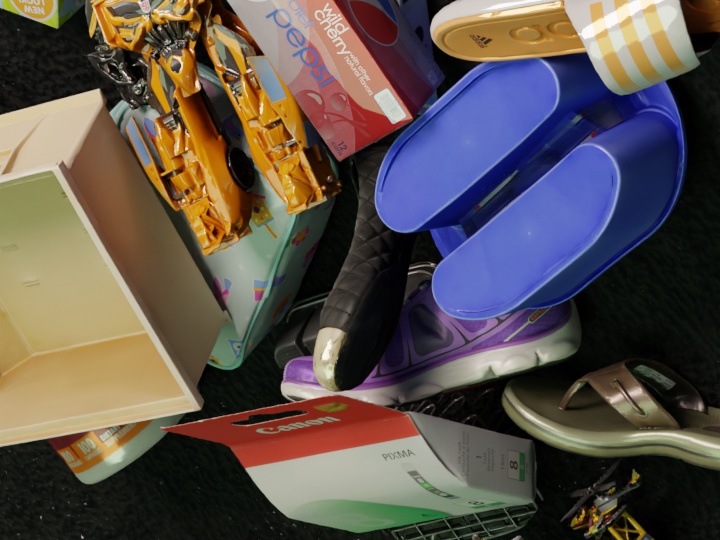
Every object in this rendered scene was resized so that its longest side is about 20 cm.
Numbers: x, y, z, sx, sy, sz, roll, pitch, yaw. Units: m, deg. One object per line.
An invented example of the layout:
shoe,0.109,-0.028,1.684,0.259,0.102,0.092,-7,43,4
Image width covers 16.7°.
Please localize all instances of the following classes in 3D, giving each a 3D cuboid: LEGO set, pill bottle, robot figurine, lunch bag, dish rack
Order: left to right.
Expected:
pill bottle,-0.220,0.046,1.789,0.114,0.114,0.200,-29,103,44
lunch bag,-0.108,-0.043,1.674,0.160,0.077,0.201,34,134,12
robot figurine,-0.098,-0.119,1.545,0.144,0.058,0.201,-24,95,26
dish rack,0.038,0.101,1.698,0.153,0.055,0.201,-17,113,42
LEGO set,0.111,0.216,1.636,0.116,0.200,0.154,48,151,-1

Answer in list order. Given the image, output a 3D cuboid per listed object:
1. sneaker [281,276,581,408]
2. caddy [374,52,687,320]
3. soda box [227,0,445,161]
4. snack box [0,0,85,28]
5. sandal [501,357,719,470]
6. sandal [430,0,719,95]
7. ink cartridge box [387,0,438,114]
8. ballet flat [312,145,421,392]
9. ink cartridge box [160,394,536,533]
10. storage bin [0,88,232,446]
sneaker,0.042,0.042,1.592,0.081,0.199,0.084,128,126,-83
caddy,0.107,-0.058,1.496,0.200,0.105,0.142,-40,79,34
soda box,-0.035,-0.172,1.478,0.063,0.070,0.201,-27,105,31
snack box,-0.253,-0.279,1.607,0.168,0.068,0.201,20,133,21
sandal,0.190,0.085,1.575,0.199,0.080,0.058,7,109,20
sandal,0.133,-0.124,1.366,0.205,0.060,0.079,-8,156,31
ink cartridge box,-0.010,-0.181,1.533,0.099,0.039,0.201,9,127,28
ballet flat,0.000,0.000,1.550,0.056,0.201,0.067,6,136,14
ink cartridge box,-0.007,0.128,1.594,0.160,0.199,0.050,-14,71,40
storage bin,-0.219,0.004,1.620,0.197,0.094,0.201,-12,124,27
